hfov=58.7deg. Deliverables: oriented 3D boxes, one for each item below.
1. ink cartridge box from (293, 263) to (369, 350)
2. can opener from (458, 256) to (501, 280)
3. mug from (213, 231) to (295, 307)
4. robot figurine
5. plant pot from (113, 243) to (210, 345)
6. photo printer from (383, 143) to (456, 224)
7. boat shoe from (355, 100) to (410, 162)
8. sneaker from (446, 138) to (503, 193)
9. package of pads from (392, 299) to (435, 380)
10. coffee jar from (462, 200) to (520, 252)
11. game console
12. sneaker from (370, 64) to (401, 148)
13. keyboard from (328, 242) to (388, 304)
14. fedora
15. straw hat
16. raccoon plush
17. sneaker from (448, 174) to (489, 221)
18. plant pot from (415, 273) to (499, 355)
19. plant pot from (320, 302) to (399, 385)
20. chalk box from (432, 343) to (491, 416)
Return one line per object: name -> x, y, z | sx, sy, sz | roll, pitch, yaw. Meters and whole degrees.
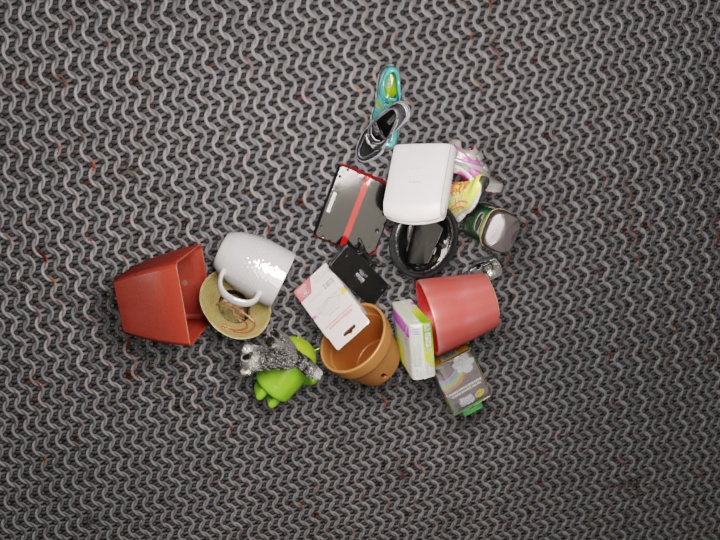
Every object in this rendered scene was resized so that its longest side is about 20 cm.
ink cartridge box -> -0.065, 0.097, 1.631 | 0.116, 0.067, 0.201 | -40, 67, 4
can opener -> 0.289, 0.021, 1.735 | 0.197, 0.067, 0.054 | -25, 111, 11
mug -> -0.275, 0.004, 1.570 | 0.173, 0.202, 0.148 | 27, 138, -7
robot figurine -> -0.196, 0.260, 1.681 | 0.175, 0.116, 0.201 | 37, 95, -21
plant pot -> -0.482, 0.062, 1.558 | 0.172, 0.200, 0.204 | -5, 105, 4
photo printer -> 0.143, -0.210, 1.570 | 0.163, 0.069, 0.204 | 5, 72, 25
boat shoe -> 0.041, -0.328, 1.549 | 0.072, 0.068, 0.199 | 52, 133, 0
sneaker -> 0.292, -0.269, 1.643 | 0.198, 0.081, 0.089 | 29, 100, -15
package of pads -> 0.136, 0.180, 1.667 | 0.067, 0.200, 0.158 | -8, 105, -8
coffee jar -> 0.331, -0.112, 1.624 | 0.084, 0.200, 0.106 | 18, 101, -12
game console -> -0.010, -0.152, 1.656 | 0.174, 0.031, 0.203 | 20, 100, -9
sneaker -> 0.066, -0.402, 1.577 | 0.076, 0.080, 0.204 | -2, 105, -8
keyboard -> 0.000, 0.000, 1.672 | 0.104, 0.040, 0.200 | -48, 129, -2
fedora -> 0.156, -0.085, 1.661 | 0.196, 0.092, 0.205 | -2, 100, -10
straw hat -> -0.326, 0.102, 1.628 | 0.198, 0.204, 0.085 | 22, 140, -13
raccoon plush -> -0.209, 0.243, 1.582 | 0.200, 0.097, 0.134 | 43, 100, 6
sneaker -> 0.253, -0.191, 1.609 | 0.090, 0.200, 0.079 | 35, 65, -1
plant pot -> 0.250, 0.097, 1.638 | 0.174, 0.201, 0.204 | -15, 106, -4
plant pot -> 0.012, 0.207, 1.667 | 0.199, 0.201, 0.140 | -41, 131, 3
chalk box -> 0.270, 0.302, 1.759 | 0.123, 0.124, 0.202 | -27, 107, -2
